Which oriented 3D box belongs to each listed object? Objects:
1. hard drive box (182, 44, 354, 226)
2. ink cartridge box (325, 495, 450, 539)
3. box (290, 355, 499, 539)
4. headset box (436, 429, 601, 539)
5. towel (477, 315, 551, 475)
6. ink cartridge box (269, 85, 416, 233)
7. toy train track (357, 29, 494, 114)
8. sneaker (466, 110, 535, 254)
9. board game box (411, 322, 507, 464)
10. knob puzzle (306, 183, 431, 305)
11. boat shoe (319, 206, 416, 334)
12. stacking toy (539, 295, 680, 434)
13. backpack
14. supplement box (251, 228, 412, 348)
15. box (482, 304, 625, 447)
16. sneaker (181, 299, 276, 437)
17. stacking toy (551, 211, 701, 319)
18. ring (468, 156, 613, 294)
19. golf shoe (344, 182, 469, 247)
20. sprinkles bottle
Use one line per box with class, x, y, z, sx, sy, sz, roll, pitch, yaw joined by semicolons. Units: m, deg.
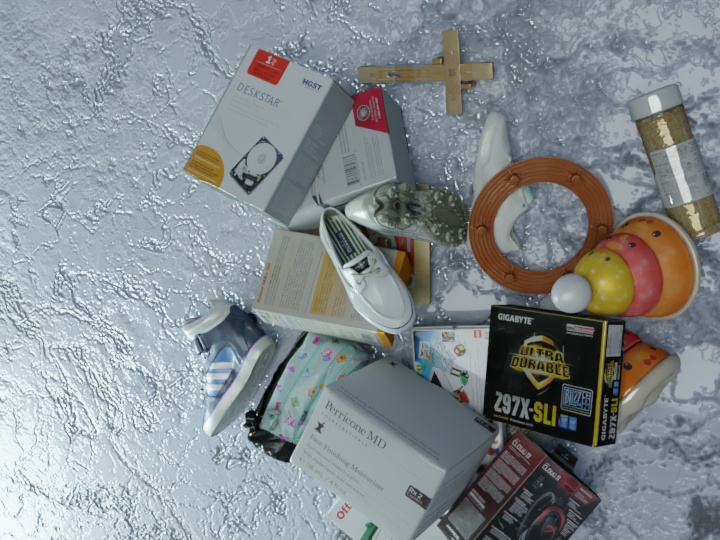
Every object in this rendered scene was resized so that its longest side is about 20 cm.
hard drive box;-0.126;-0.186;1.373;0.155;0.077;0.201;26;87;28
ink cartridge box;0.069;0.366;1.496;0.200;0.084;0.146;37;108;7
box;0.049;0.236;1.351;0.199;0.200;0.131;32;111;20
headset box;0.228;0.329;1.385;0.149;0.075;0.200;39;91;-33
towel;0.190;0.195;1.454;0.193;0.035;0.200;45;110;5
ink cartridge box;-0.035;-0.152;1.413;0.199;0.083;0.146;-16;71;20
toy train track;0.093;-0.279;1.403;0.199;0.033;0.115;3;108;23
sneaker;0.200;-0.120;1.380;0.088;0.075;0.201;7;112;11
board game box;0.142;0.177;1.436;0.126;0.035;0.201;-2;96;19
knob puzzle;0.008;-0.041;1.470;0.219;0.030;0.221;3;101;17
boat shoe;0.000;0.000;1.342;0.073;0.067;0.200;-38;68;-4
stacking toy;0.316;0.111;1.354;0.200;0.146;0.146;46;110;20
backpack;-0.066;0.183;1.475;0.126;0.167;0.201;29;92;17
supplement box;-0.039;0.025;1.418;0.199;0.074;0.127;11;73;15
box;0.251;0.133;1.315;0.200;0.049;0.161;8;96;52
sneaker;-0.230;0.142;1.559;0.146;0.081;0.200;38;112;17
stacking toy;0.323;0.013;1.275;0.146;0.199;0.147;26;123;47
ring;0.247;-0.057;1.362;0.199;0.019;0.201;1;113;1
golf shoe;0.066;-0.078;1.376;0.097;0.199;0.079;-4;77;45
sprinkles bottle;0.413;-0.139;1.304;0.068;0.068;0.201;-19;94;20
